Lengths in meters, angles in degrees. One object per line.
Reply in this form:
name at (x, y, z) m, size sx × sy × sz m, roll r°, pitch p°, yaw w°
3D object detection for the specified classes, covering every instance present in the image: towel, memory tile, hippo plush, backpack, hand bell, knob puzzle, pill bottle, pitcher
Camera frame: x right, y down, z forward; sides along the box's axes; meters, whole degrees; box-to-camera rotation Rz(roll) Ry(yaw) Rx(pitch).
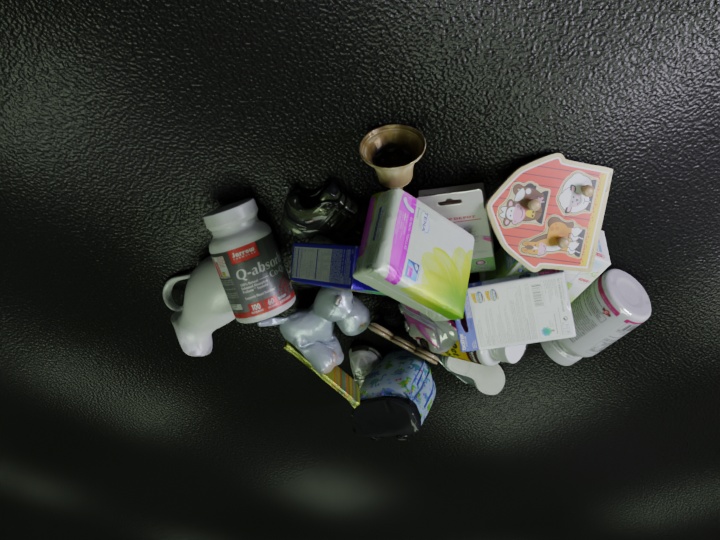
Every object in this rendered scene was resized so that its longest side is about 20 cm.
towel at (-0.077, 0.197, 1.499) m, size 0.200 × 0.086 × 0.018 m, roll 42°, pitch 104°, yaw -15°
memory tile at (0.087, 0.146, 1.473) m, size 0.153 × 0.017 × 0.200 m, roll 28°, pitch 175°, yaw 5°
hippo plush at (-0.071, 0.085, 1.461) m, size 0.200 × 0.159 × 0.161 m, roll 42°, pitch 105°, yaw -15°
backpack at (0.083, 0.258, 1.567) m, size 0.163 × 0.200 × 0.154 m, roll -11°, pitch 96°, yaw 33°
hand bell at (0.060, -0.128, 1.209) m, size 0.104 × 0.104 × 0.200 m, roll -1°, pitch 139°, yaw 8°
knob puzzle at (0.302, -0.092, 1.196) m, size 0.219 × 0.030 × 0.220 m, roll -2°, pitch 104°, yaw -6°
pill bottle at (-0.199, -0.018, 1.300) m, size 0.116 × 0.116 × 0.200 m, roll -14°, pitch 105°, yaw 21°
pill bottle at (0.443, 0.095, 1.411) m, size 0.113 × 0.113 × 0.200 m, roll 23°, pitch 135°, yaw -19°
pitcher at (-0.304, 0.042, 1.435) m, size 0.200 × 0.172 × 0.121 m, roll -51°, pitch 160°, yaw 29°
pill bottle at (0.211, 0.120, 1.412) m, size 0.200 × 0.109 × 0.109 m, roll 10°, pitch 148°, yaw 40°

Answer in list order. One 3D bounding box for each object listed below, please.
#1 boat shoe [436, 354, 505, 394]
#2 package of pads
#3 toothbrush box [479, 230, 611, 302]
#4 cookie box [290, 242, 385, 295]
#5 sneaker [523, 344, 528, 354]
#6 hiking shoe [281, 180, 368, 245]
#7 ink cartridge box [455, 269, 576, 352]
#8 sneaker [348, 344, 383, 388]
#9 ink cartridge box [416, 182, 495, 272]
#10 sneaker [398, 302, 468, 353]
boat shoe at (0.243, 0.214, 1.622) m, size 0.200 × 0.073 × 0.062 m, roll 31°, pitch 176°, yaw -35°
package of pads at (0.090, -0.025, 1.169) m, size 0.200 × 0.155 × 0.068 m, roll 29°, pitch 152°, yaw -33°
toothbrush box at (0.327, -0.004, 1.333) m, size 0.145 × 0.086 × 0.200 m, roll 19°, pitch 135°, yaw -15°
cookie box at (0.000, 0.000, 1.276) m, size 0.171 × 0.075 × 0.200 m, roll 9°, pitch 178°, yaw -35°
sneaker at (0.290, 0.135, 1.478) m, size 0.080 × 0.078 × 0.200 m, roll 22°, pitch 156°, yaw -2°
hiking shoe at (-0.037, -0.101, 1.269) m, size 0.200 × 0.076 × 0.101 m, roll 3°, pitch 137°, yaw -3°
ink cartridge box at (0.264, 0.071, 1.286) m, size 0.200 × 0.042 × 0.120 m, roll -11°, pitch 103°, yaw 11°
sneaker at (0.016, 0.259, 1.638) m, size 0.076 × 0.115 × 0.201 m, roll -3°, pitch 138°, yaw 10°
ink cartridge box at (0.165, -0.082, 1.274) m, size 0.117 × 0.067 × 0.200 m, roll -6°, pitch 138°, yaw 12°
sneaker at (0.108, 0.080, 1.377) m, size 0.081 × 0.200 × 0.088 m, roll 6°, pitch 123°, yaw -49°
